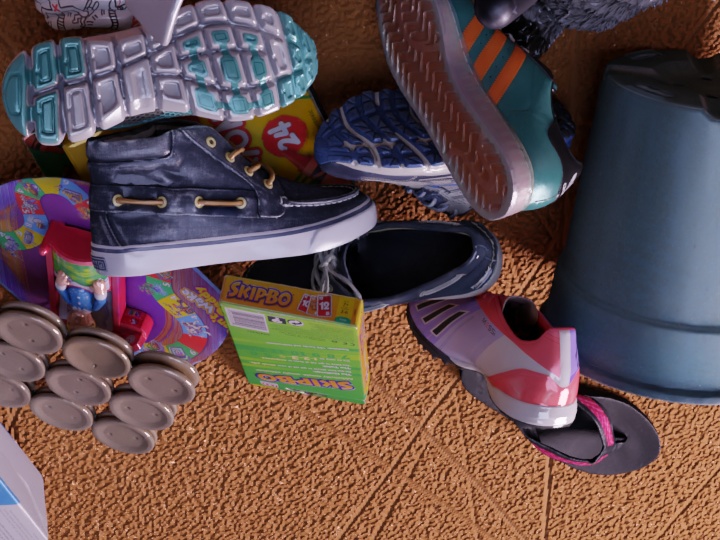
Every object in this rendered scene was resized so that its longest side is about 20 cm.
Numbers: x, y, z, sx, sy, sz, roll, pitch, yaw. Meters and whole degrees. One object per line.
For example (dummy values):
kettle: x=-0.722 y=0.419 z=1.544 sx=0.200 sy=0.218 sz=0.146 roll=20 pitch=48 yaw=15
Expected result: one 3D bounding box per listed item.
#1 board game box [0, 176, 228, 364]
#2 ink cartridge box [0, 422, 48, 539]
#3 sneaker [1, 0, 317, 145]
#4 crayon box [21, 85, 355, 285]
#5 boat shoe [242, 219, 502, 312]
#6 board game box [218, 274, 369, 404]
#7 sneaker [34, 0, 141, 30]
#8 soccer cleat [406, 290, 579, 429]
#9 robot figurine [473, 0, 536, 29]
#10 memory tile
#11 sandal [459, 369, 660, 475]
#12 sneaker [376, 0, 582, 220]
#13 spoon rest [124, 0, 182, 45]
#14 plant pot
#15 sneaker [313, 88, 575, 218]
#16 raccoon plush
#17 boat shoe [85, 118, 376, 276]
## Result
board game box: x=-0.188 y=0.020 z=1.082 sx=0.157 sy=0.039 sz=0.200 roll=-20 pitch=128 yaw=36
ink cartridge box: x=-0.350 y=0.184 z=1.167 sx=0.198 sy=0.068 sz=0.117 roll=-22 pitch=134 yaw=2
sneaker: x=-0.127 y=-0.128 z=0.985 sx=0.197 sy=0.091 sz=0.079 roll=-7 pitch=99 yaw=-12
crayon box: x=-0.118 y=-0.074 z=1.074 sx=0.198 sy=0.051 sz=0.128 roll=-25 pitch=123 yaw=5
boat shoe: x=0.000 y=0.000 z=1.098 sx=0.197 sy=0.076 sz=0.062 roll=-3 pitch=168 yaw=20
board game box: x=-0.043 y=0.054 z=1.111 sx=0.094 sy=0.030 sz=0.200 roll=10 pitch=158 yaw=5
sneaker: x=-0.125 y=-0.220 z=0.974 sx=0.199 sy=0.068 sz=0.109 roll=-19 pitch=124 yaw=5
soccer cleat: x=0.095 y=0.042 z=1.107 sx=0.067 sy=0.200 sz=0.074 roll=-1 pitch=110 yaw=-25
robot figurine: x=0.082 y=-0.241 z=0.923 sx=0.124 sy=0.200 sz=0.151 roll=38 pitch=119 yaw=5
memory tile: x=-0.222 y=0.069 z=1.108 sx=0.198 sy=0.017 sz=0.153 roll=23 pitch=146 yaw=-12
sandal: x=0.162 y=0.121 z=1.252 sx=0.199 sy=0.045 sz=0.075 roll=30 pitch=112 yaw=-25
sneaker: x=0.078 y=-0.129 z=1.026 sx=0.079 sy=0.202 sz=0.071 roll=-15 pitch=164 yaw=-35
spoon rest: x=-0.050 y=-0.195 z=0.947 sx=0.199 sy=0.099 sz=0.061 roll=-29 pitch=157 yaw=-38
plant pot: x=0.232 y=-0.041 z=1.091 sx=0.197 sy=0.201 sz=0.199 roll=0 pitch=113 yaw=-11
sneaker: x=0.056 y=-0.071 z=1.080 sx=0.198 sy=0.077 sz=0.086 roll=-4 pitch=137 yaw=-27
raccoon plush: x=0.168 y=-0.172 z=1.012 sx=0.096 sy=0.134 sz=0.201 roll=19 pitch=112 yaw=-24
boat shoe: x=-0.082 y=-0.056 z=1.018 sx=0.198 sy=0.071 sz=0.092 roll=-10 pitch=105 yaw=-23
